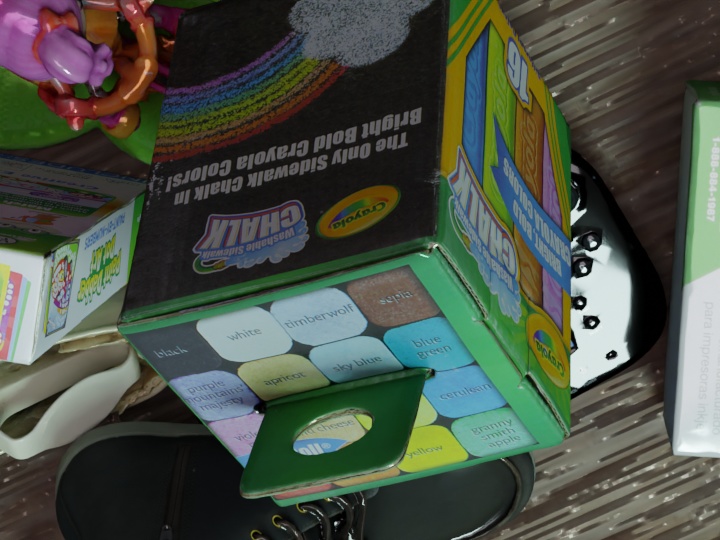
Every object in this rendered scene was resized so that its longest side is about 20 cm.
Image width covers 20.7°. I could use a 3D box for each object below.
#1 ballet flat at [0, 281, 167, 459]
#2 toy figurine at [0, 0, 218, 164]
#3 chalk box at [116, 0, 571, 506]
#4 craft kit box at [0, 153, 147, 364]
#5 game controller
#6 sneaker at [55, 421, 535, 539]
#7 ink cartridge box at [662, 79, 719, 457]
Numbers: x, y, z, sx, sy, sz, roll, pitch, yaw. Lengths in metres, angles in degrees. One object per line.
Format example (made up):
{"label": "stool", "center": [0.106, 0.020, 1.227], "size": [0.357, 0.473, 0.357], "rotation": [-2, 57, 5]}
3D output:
{"label": "ballet flat", "center": [-0.165, 0.060, 0.806], "size": [0.200, 0.069, 0.070], "rotation": [-24, 96, -17]}
{"label": "toy figurine", "center": [-0.137, -0.100, 0.758], "size": [0.200, 0.184, 0.150], "rotation": [31, 100, -1]}
{"label": "chalk box", "center": [0.000, 0.000, 0.717], "size": [0.125, 0.200, 0.124], "rotation": [-13, 138, 23]}
{"label": "craft kit box", "center": [-0.195, -0.020, 0.769], "size": [0.200, 0.198, 0.049], "rotation": [10, 98, 4]}
{"label": "game controller", "center": [0.027, 0.031, 0.834], "size": [0.200, 0.042, 0.104], "rotation": [-30, 95, 9]}
{"label": "sneaker", "center": [-0.019, 0.109, 0.785], "size": [0.200, 0.106, 0.075], "rotation": [-4, 115, -10]}
{"label": "ink cartridge box", "center": [0.227, 0.003, 0.789], "size": [0.200, 0.084, 0.146], "rotation": [3, 99, 5]}
